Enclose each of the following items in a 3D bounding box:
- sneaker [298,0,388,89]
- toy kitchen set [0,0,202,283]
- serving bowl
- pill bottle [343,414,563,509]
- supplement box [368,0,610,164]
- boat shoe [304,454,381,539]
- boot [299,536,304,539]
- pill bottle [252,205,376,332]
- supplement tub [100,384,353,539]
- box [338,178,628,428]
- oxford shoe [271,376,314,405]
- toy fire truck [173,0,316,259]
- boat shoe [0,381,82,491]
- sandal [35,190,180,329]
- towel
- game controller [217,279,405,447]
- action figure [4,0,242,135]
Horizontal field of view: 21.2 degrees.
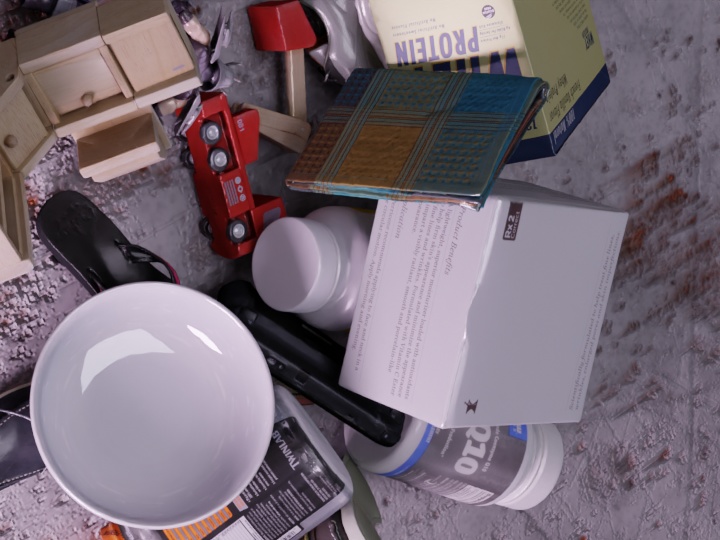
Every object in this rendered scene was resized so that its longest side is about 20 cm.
[{"bbox_3d":[-0.003,-0.182,1.755,0.079,0.074,0.201,-25,110,-12],"label":"sneaker"},{"bbox_3d":[-0.209,-0.081,1.502,0.199,0.181,0.164,-20,137,5],"label":"toy kitchen set"},{"bbox_3d":[-0.173,0.114,1.565,0.199,0.066,0.201,5,74,-16],"label":"serving bowl"},{"bbox_3d":[0.092,0.159,1.828,0.199,0.114,0.114,22,83,-36],"label":"pill bottle"},{"bbox_3d":[0.118,-0.219,1.745,0.200,0.134,0.201,-49,126,-57],"label":"supplement box"},{"bbox_3d":[-0.020,0.221,1.727,0.060,0.201,0.072,-32,99,6],"label":"boat shoe"},{"bbox_3d":[-0.096,0.349,1.749,0.186,0.064,0.201,-28,116,-29],"label":"boot"},{"bbox_3d":[0.000,0.000,1.722,0.199,0.111,0.112,6,92,-49],"label":"pill bottle"},{"bbox_3d":[-0.115,0.200,1.644,0.200,0.123,0.123,-36,118,1],"label":"supplement tub"},{"bbox_3d":[0.108,0.023,1.665,0.199,0.130,0.200,4,102,-49],"label":"box"},{"bbox_3d":[-0.089,0.082,1.714,0.199,0.070,0.075,4,88,-38],"label":"oxford shoe"},{"bbox_3d":[-0.091,-0.125,1.700,0.141,0.049,0.201,-26,111,-33],"label":"toy fire truck"},{"bbox_3d":[-0.256,0.128,1.600,0.199,0.062,0.075,-29,114,-29],"label":"boat shoe"},{"bbox_3d":[-0.190,0.012,1.618,0.200,0.045,0.075,46,56,-18],"label":"sandal"},{"bbox_3d":[0.047,-0.114,1.617,0.147,0.199,0.022,-59,138,-30],"label":"towel"},{"bbox_3d":[-0.043,0.081,1.695,0.200,0.104,0.042,35,103,-19],"label":"game controller"},{"bbox_3d":[-0.188,-0.186,1.590,0.199,0.069,0.131,15,102,-23],"label":"action figure"}]
